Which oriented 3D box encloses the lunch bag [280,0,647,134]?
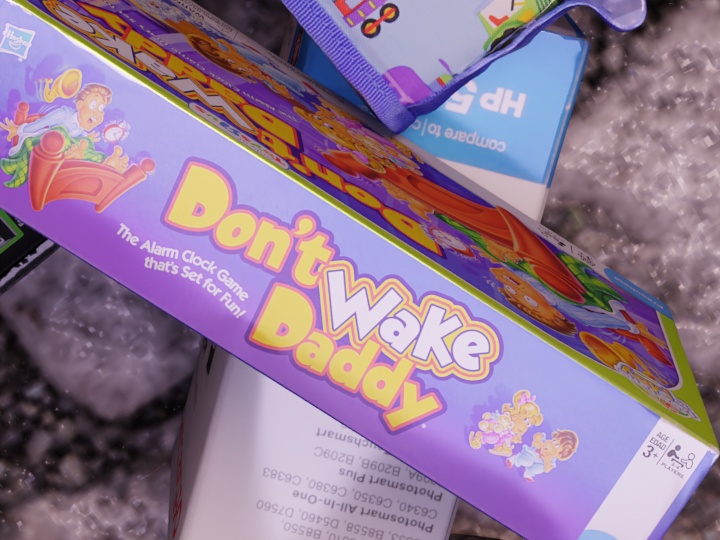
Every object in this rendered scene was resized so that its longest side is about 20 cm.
[{"bbox_3d":[0.016,-0.145,0.630,0.150,0.094,0.200,-38,96,6],"label":"lunch bag"}]

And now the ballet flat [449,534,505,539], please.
[{"bbox_3d":[-0.023,0.132,0.848,0.198,0.057,0.067,-11,105,-1],"label":"ballet flat"}]

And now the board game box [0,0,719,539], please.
[{"bbox_3d":[-0.007,-0.008,0.620,0.199,0.135,0.045,32,103,-6],"label":"board game box"}]

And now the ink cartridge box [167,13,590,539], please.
[{"bbox_3d":[0.000,0.000,0.766,0.084,0.146,0.202,15,103,-7],"label":"ink cartridge box"}]

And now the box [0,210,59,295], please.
[{"bbox_3d":[-0.228,-0.029,0.773,0.193,0.048,0.200,-38,115,0],"label":"box"}]
